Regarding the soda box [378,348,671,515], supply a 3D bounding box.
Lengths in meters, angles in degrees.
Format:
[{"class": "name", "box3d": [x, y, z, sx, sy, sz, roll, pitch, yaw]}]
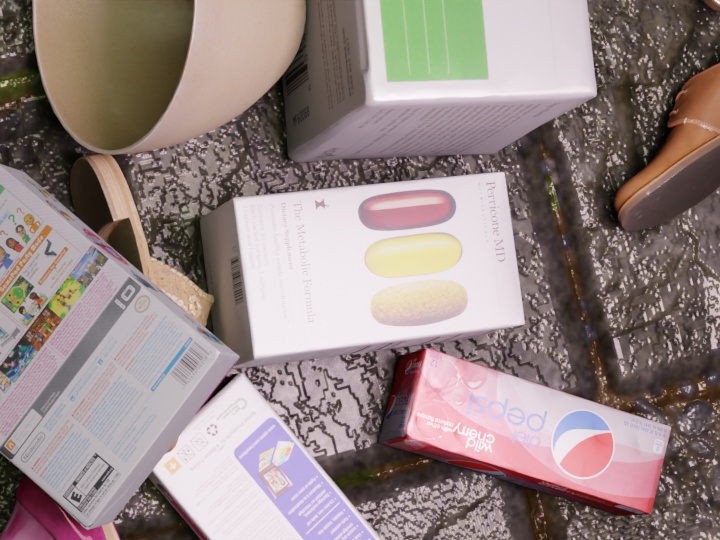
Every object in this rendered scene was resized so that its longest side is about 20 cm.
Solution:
[{"class": "soda box", "box3d": [0.119, 0.118, 1.624, 0.198, 0.063, 0.071, 18, 79, -15]}]

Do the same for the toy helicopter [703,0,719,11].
[{"class": "toy helicopter", "box3d": [0.311, -0.291, 1.727, 0.132, 0.079, 0.201, 33, 79, -10]}]

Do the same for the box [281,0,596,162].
[{"class": "box", "box3d": [0.045, -0.192, 1.567, 0.170, 0.200, 0.201, -3, 83, -19]}]

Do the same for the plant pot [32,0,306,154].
[{"class": "plant pot", "box3d": [-0.117, -0.179, 1.536, 0.134, 0.200, 0.202, -2, 83, -40]}]

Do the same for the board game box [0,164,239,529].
[{"class": "board game box", "box3d": [-0.202, 0.049, 1.481, 0.200, 0.064, 0.148, 40, 95, 9]}]

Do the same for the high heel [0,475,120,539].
[{"class": "high heel", "box3d": [-0.149, 0.202, 1.531, 0.199, 0.067, 0.096, 32, 86, 2]}]

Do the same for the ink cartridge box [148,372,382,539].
[{"class": "ink cartridge box", "box3d": [-0.057, 0.178, 1.578, 0.095, 0.037, 0.200, -41, 94, -18]}]

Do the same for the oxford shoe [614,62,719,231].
[{"class": "oxford shoe", "box3d": [0.256, -0.105, 1.702, 0.200, 0.071, 0.071, -40, 68, -17]}]

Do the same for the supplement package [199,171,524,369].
[{"class": "supplement package", "box3d": [0.000, 0.000, 1.577, 0.198, 0.109, 0.115, -7, 86, -18]}]

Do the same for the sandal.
[{"class": "sandal", "box3d": [-0.134, 0.015, 1.555, 0.069, 0.078, 0.213, -13, 79, -31]}]
